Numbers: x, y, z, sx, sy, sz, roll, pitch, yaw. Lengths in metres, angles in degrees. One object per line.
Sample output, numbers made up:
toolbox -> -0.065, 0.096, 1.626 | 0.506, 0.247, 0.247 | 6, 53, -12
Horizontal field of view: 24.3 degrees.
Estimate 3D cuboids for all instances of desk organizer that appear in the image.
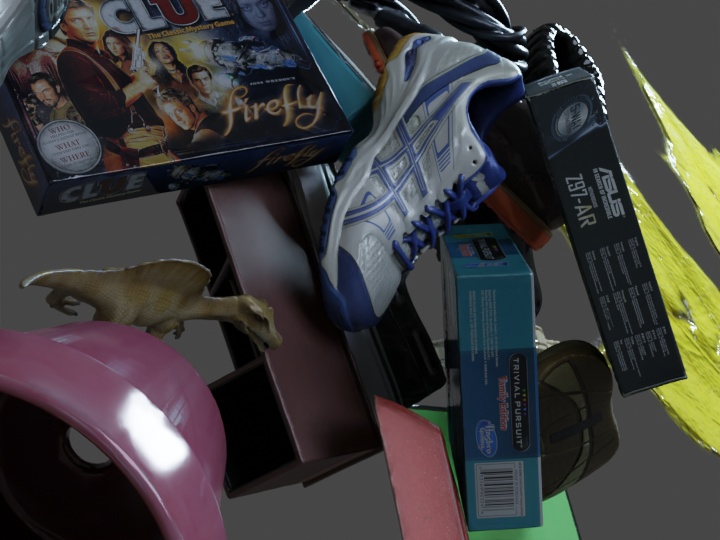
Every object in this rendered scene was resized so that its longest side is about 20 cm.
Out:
desk organizer -> -0.065, 0.032, 1.023 | 0.077, 0.072, 0.201 | -4, 70, -52

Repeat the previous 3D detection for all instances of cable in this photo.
cable -> 0.047, -0.179, 1.213 | 0.051, 0.200, 0.163 | -52, 132, -9

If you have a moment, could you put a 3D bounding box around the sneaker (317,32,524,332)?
sneaker -> 0.039, -0.053, 1.020 | 0.075, 0.088, 0.201 | 50, 56, -64

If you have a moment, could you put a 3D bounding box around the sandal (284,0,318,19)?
sandal -> -0.061, -0.151, 1.158 | 0.045, 0.075, 0.200 | 56, 31, -13

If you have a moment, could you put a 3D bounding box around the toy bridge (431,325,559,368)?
toy bridge -> 0.100, 0.061, 1.231 | 0.200, 0.067, 0.027 | 3, 65, -53

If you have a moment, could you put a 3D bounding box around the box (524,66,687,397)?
box -> 0.157, -0.031, 1.103 | 0.160, 0.043, 0.201 | -60, 132, -81

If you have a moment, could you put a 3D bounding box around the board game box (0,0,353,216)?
board game box -> -0.120, -0.112, 0.991 | 0.200, 0.035, 0.136 | -13, 63, -33

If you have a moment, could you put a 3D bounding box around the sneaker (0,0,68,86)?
sneaker -> -0.214, -0.142, 0.903 | 0.087, 0.075, 0.200 | 23, 53, 4

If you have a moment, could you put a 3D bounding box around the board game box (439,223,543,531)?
board game box -> 0.080, 0.059, 1.053 | 0.200, 0.047, 0.151 | -89, 176, -80

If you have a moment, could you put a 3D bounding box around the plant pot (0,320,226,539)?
plant pot -> -0.145, 0.108, 0.765 | 0.200, 0.200, 0.179 | 58, 18, -7

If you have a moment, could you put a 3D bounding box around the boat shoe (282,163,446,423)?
boat shoe -> 0.000, 0.000, 1.099 | 0.071, 0.072, 0.200 | -25, 109, -16

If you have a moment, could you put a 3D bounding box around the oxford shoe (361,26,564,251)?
oxford shoe -> 0.083, -0.109, 1.203 | 0.200, 0.073, 0.071 | 46, 6, -8

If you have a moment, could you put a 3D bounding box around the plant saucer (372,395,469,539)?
plant saucer -> 0.054, 0.191, 1.005 | 0.200, 0.037, 0.200 | 70, 7, -68

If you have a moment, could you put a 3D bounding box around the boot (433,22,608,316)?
boot -> 0.127, -0.066, 1.275 | 0.079, 0.158, 0.212 | -1, 68, -55

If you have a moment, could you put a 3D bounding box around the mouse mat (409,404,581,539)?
mouse mat -> 0.101, 0.176, 1.204 | 0.200, 0.008, 0.161 | 12, 58, -51

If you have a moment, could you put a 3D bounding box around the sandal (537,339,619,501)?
sandal -> 0.135, 0.099, 1.160 | 0.200, 0.080, 0.054 | 81, -15, -54

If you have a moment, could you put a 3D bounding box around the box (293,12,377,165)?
box -> 0.001, -0.098, 1.144 | 0.082, 0.049, 0.200 | 51, 6, 23

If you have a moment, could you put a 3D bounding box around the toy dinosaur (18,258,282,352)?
toy dinosaur -> -0.133, 0.015, 0.911 | 0.200, 0.101, 0.058 | 13, 56, -49
